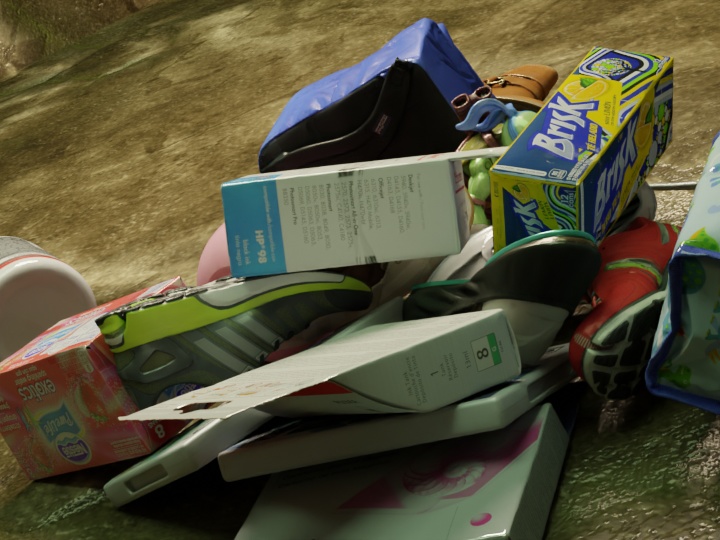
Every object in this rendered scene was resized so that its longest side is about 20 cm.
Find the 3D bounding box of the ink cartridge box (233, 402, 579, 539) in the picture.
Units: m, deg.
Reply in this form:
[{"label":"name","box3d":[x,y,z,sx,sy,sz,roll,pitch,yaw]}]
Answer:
[{"label":"ink cartridge box","box3d":[0.026,0.137,1.068,0.195,0.044,0.200,-15,22,22]}]

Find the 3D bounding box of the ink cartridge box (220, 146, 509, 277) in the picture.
[{"label":"ink cartridge box","box3d":[0.012,-0.042,1.202,0.198,0.067,0.116,-6,5,8]}]

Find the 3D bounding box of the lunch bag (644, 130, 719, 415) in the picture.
[{"label":"lunch bag","box3d":[0.282,0.011,1.001,0.199,0.128,0.170,16,34,13]}]

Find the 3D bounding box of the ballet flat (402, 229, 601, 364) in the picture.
[{"label":"ballet flat","box3d":[0.091,0.029,1.106,0.068,0.069,0.200,11,-17,-23]}]

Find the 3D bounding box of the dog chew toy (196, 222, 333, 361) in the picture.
[{"label":"dog chew toy","box3d":[-0.047,-0.006,1.420,0.124,0.125,0.200,-10,15,32]}]

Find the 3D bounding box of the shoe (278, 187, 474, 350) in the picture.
[{"label":"shoe","box3d":[0.000,0.000,1.289,0.199,0.070,0.053,-34,-2,4]}]

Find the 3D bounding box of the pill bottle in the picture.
[{"label":"pill bottle","box3d":[-0.325,0.030,1.620,0.115,0.116,0.200,-28,20,-17]}]

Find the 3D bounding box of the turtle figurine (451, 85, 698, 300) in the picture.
[{"label":"turtle figurine","box3d":[0.122,-0.035,1.372,0.194,0.199,0.145,-33,30,60]}]

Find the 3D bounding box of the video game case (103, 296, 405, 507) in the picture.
[{"label":"video game case","box3d":[-0.074,0.095,1.224,0.199,0.024,0.182,-34,1,-29]}]

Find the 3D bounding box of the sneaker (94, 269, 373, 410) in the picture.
[{"label":"sneaker","box3d":[-0.084,0.045,1.221,0.199,0.082,0.074,-13,8,-15]}]

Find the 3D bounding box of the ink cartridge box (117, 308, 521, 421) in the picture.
[{"label":"ink cartridge box","box3d":[-0.025,0.077,1.055,0.199,0.050,0.161,-21,6,-30]}]

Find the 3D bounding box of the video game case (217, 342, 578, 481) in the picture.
[{"label":"video game case","box3d":[0.034,0.090,1.126,0.199,0.022,0.182,-14,3,26]}]

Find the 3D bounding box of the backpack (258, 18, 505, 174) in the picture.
[{"label":"backpack","box3d":[0.022,-0.113,1.550,0.199,0.163,0.168,-29,18,25]}]

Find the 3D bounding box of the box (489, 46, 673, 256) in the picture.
[{"label":"box","box3d":[0.154,-0.079,1.177,0.064,0.070,0.200,10,34,24]}]

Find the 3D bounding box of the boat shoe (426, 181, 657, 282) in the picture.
[{"label":"boat shoe","box3d":[0.120,-0.013,1.250,0.199,0.074,0.067,-35,-10,10]}]

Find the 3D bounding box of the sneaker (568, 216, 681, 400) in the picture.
[{"label":"sneaker","box3d":[0.170,0.019,1.137,0.085,0.077,0.200,25,29,18]}]

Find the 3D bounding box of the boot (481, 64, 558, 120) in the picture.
[{"label":"boot","box3d":[0.151,-0.159,1.676,0.199,0.074,0.154,2,27,45]}]

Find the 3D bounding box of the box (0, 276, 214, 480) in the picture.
[{"label":"box","box3d":[-0.196,0.085,1.308,0.102,0.095,0.199,-37,12,-37]}]
